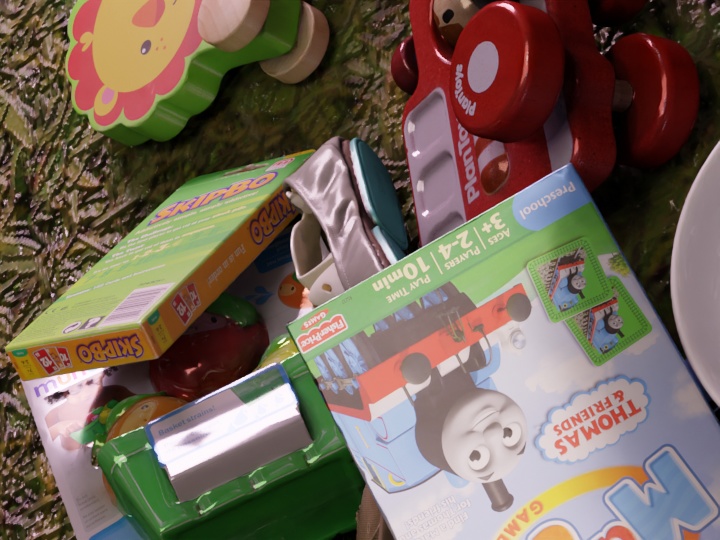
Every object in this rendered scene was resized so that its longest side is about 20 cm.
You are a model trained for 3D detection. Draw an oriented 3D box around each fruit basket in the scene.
[{"bbox_3d":[-0.078,0.064,1.161,0.185,0.094,0.200,-24,49,-4],"label":"fruit basket"}]

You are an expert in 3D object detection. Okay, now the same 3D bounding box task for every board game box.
[{"bbox_3d":[0.078,0.076,0.988,0.151,0.037,0.201,-30,74,5],"label":"board game box"},{"bbox_3d":[-0.100,-0.006,1.208,0.095,0.030,0.200,-11,26,34],"label":"board game box"}]

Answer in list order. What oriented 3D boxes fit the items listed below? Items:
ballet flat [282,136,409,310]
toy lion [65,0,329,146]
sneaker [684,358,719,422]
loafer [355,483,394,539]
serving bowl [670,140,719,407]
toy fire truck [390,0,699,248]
[{"bbox_3d":[0.000,0.000,1.136,0.064,0.067,0.200,-36,30,10],"label":"ballet flat"},{"bbox_3d":[-0.100,-0.176,1.328,0.191,0.069,0.201,-8,67,43],"label":"toy lion"},{"bbox_3d":[0.133,0.134,1.018,0.078,0.070,0.201,35,96,29],"label":"sneaker"},{"bbox_3d":[0.030,0.147,1.072,0.067,0.076,0.201,-109,30,-77],"label":"loafer"},{"bbox_3d":[0.240,0.002,0.975,0.199,0.066,0.201,-13,62,25],"label":"serving bowl"},{"bbox_3d":[0.070,-0.106,1.141,0.168,0.112,0.201,-39,52,46],"label":"toy fire truck"}]
